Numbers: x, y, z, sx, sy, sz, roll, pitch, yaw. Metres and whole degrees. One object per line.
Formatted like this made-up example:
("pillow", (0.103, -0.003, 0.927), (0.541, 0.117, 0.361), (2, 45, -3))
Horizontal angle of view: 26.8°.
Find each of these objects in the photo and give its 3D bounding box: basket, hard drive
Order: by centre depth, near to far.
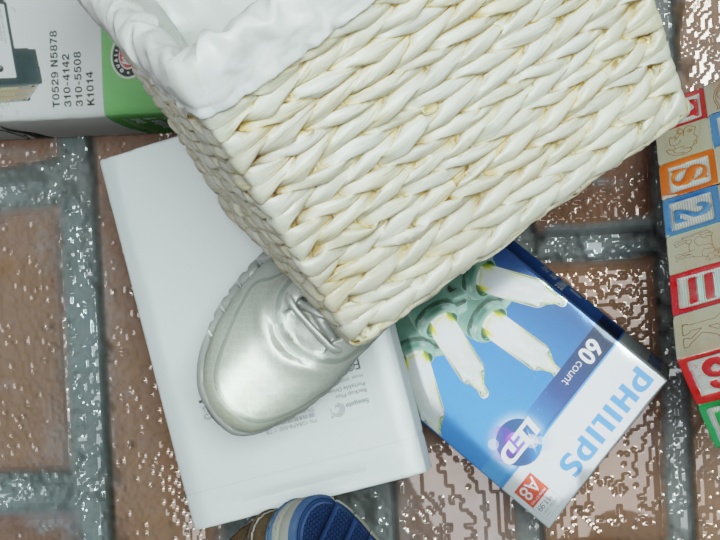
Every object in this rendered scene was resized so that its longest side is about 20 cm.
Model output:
("basket", (0.002, -0.105, 0.657), (0.199, 0.198, 0.162), (-34, 123, -8))
("hard drive", (-0.051, 0.022, 0.795), (0.130, 0.027, 0.202), (-15, 89, 13))

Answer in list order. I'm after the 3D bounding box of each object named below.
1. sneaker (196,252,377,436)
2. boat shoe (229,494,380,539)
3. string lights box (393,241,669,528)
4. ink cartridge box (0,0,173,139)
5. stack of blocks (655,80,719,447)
("sneaker", (0.000, 0.000, 0.730), (0.200, 0.081, 0.075), (-44, 96, -9))
("boat shoe", (0.004, 0.197, 0.808), (0.072, 0.072, 0.201), (-17, 117, 40))
("string lights box", (0.058, 0.031, 0.815), (0.199, 0.059, 0.103), (39, 100, 9))
("ink cartridge box", (-0.183, -0.150, 0.847), (0.197, 0.084, 0.148), (-2, 89, 10))
("stack of blocks", (0.206, -0.020, 0.713), (0.114, 0.201, 0.059), (-18, 125, 20))
